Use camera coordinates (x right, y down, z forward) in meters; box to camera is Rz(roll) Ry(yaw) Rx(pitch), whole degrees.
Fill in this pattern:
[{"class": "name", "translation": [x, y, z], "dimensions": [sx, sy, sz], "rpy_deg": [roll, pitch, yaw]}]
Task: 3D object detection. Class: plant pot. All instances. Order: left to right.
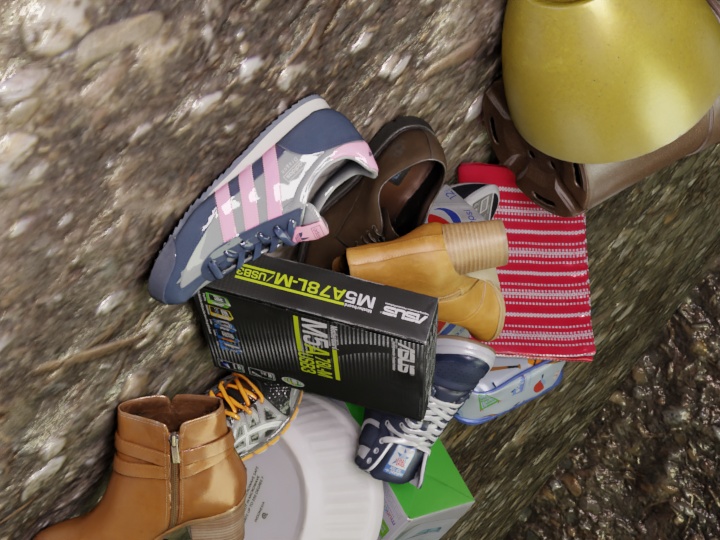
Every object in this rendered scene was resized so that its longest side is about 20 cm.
[{"class": "plant pot", "translation": [0.203, -0.213, 1.390], "dimensions": [0.200, 0.200, 0.142], "rpy_deg": [-45, 138, -13]}, {"class": "plant pot", "translation": [0.237, -0.164, 1.559], "dimensions": [0.198, 0.200, 0.200], "rpy_deg": [-33, 158, -20]}]

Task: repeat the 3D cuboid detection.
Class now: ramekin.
[{"class": "ramekin", "translation": [-0.083, 0.219, 1.569], "dimensions": [0.094, 0.202, 0.203], "rpy_deg": [4, 126, -55]}]

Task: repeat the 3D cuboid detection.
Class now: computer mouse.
[{"class": "computer mouse", "translation": [0.050, -0.028, 1.550], "dimensions": [0.200, 0.044, 0.110], "rpy_deg": [-34, 152, -25]}]

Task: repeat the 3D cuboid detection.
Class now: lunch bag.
[{"class": "lunch bag", "translation": [0.108, 0.056, 1.673], "dimensions": [0.160, 0.200, 0.076], "rpy_deg": [-25, 149, -24]}]

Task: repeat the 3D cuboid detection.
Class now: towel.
[{"class": "towel", "translation": [0.167, -0.010, 1.630], "dimensions": [0.144, 0.200, 0.022], "rpy_deg": [4, 163, -19]}]

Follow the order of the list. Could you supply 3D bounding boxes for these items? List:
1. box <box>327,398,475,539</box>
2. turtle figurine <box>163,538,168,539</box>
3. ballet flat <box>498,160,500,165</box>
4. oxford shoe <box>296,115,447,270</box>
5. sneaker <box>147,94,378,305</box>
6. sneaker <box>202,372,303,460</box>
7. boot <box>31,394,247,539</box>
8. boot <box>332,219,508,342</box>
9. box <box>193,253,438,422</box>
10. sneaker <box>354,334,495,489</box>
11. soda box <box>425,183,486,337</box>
[{"class": "box", "translation": [-0.006, 0.208, 1.658], "dimensions": [0.097, 0.200, 0.177], "rpy_deg": [-8, 146, -39]}, {"class": "turtle figurine", "translation": [-0.193, 0.282, 1.515], "dimensions": [0.161, 0.200, 0.065], "rpy_deg": [26, 79, -58]}, {"class": "ballet flat", "translation": [0.175, -0.105, 1.718], "dimensions": [0.069, 0.063, 0.200], "rpy_deg": [-46, 163, -17]}, {"class": "oxford shoe", "translation": [0.006, -0.033, 1.394], "dimensions": [0.073, 0.084, 0.200], "rpy_deg": [21, 111, -28]}, {"class": "sneaker", "translation": [-0.072, -0.038, 1.217], "dimensions": [0.200, 0.082, 0.070], "rpy_deg": [-48, 163, -2]}, {"class": "sneaker", "translation": [-0.128, 0.140, 1.483], "dimensions": [0.200, 0.078, 0.077], "rpy_deg": [-47, 154, -10]}, {"class": "boot", "translation": [-0.198, 0.182, 1.394], "dimensions": [0.200, 0.074, 0.155], "rpy_deg": [-11, 125, -10]}, {"class": "boot", "translation": [0.048, 0.015, 1.377], "dimensions": [0.144, 0.071, 0.201], "rpy_deg": [-10, 155, -2]}, {"class": "box", "translation": [-0.033, 0.054, 1.334], "dimensions": [0.200, 0.193, 0.048], "rpy_deg": [89, 19, -67]}, {"class": "sneaker", "translation": [0.056, 0.132, 1.473], "dimensions": [0.200, 0.070, 0.109], "rpy_deg": [-36, -143, 58]}, {"class": "soda box", "translation": [0.067, 0.017, 1.511], "dimensions": [0.063, 0.068, 0.200], "rpy_deg": [-32, 152, -28]}]
